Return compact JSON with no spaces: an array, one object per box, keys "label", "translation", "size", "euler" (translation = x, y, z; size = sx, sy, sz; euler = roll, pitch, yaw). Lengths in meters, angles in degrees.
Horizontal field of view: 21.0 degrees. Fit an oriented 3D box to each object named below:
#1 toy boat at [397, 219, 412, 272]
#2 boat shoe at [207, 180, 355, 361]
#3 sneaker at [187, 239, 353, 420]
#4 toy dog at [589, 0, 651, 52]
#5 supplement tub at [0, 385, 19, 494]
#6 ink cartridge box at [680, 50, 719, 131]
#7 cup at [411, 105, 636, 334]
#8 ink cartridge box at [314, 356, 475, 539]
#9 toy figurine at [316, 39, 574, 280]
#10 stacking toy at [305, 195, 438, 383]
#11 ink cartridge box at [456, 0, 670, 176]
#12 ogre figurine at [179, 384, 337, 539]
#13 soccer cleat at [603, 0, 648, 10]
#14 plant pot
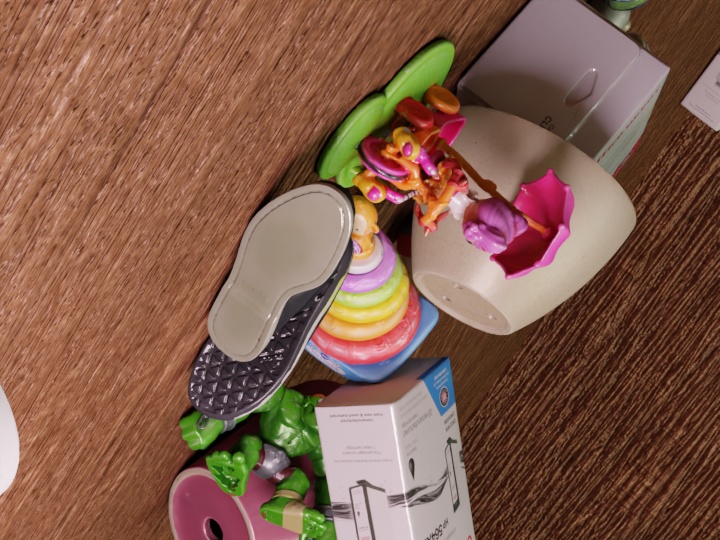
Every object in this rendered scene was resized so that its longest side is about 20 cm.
[{"label":"toy boat","translation":[0.131,-0.069,1.968],"size":[0.199,0.131,0.130],"euler":[-12,-171,-16]},{"label":"boat shoe","translation":[-0.051,-0.009,1.499],"size":[0.066,0.074,0.200],"euler":[-43,167,-48]},{"label":"sneaker","translation":[-0.064,0.044,1.627],"size":[0.200,0.072,0.083],"euler":[-51,171,-1]},{"label":"toy dog","translation":[0.238,-0.183,2.039],"size":[0.096,0.132,0.200],"euler":[24,117,-44]},{"label":"supplement tub","translation":[-0.253,0.102,0.809],"size":[0.200,0.144,0.145],"euler":[-42,166,-43]},{"label":"ink cartridge box","translation":[0.653,-0.349,3.336],"size":[0.200,0.083,0.146],"euler":[-55,169,22]},{"label":"cup","translation":[0.124,-0.029,1.723],"size":[0.144,0.200,0.200],"euler":[-60,172,-16]},{"label":"ink cartridge box","translation":[0.036,0.196,1.790],"size":[0.146,0.084,0.201],"euler":[-35,118,-62]},{"label":"toy figurine","translation":[0.085,-0.069,1.569],"size":[0.150,0.184,0.200],"euler":[-57,168,27]},{"label":"stacking toy","translation":[0.000,0.000,1.722],"size":[0.110,0.116,0.200],"euler":[-46,157,-24]},{"label":"ink cartridge box","translation":[0.181,-0.144,1.828],"size":[0.145,0.144,0.200],"euler":[-49,170,-16]},{"label":"ogre figurine","translation":[-0.074,0.163,1.779],"size":[0.098,0.200,0.120],"euler":[-46,-163,51]},{"label":"soccer cleat","translation":[0.308,-0.342,1.928],"size":[0.200,0.065,0.084],"euler":[-54,167,17]},{"label":"plant pot","translation":[-0.080,0.226,1.904],"size":[0.179,0.200,0.200],"euler":[-20,150,-43]}]
